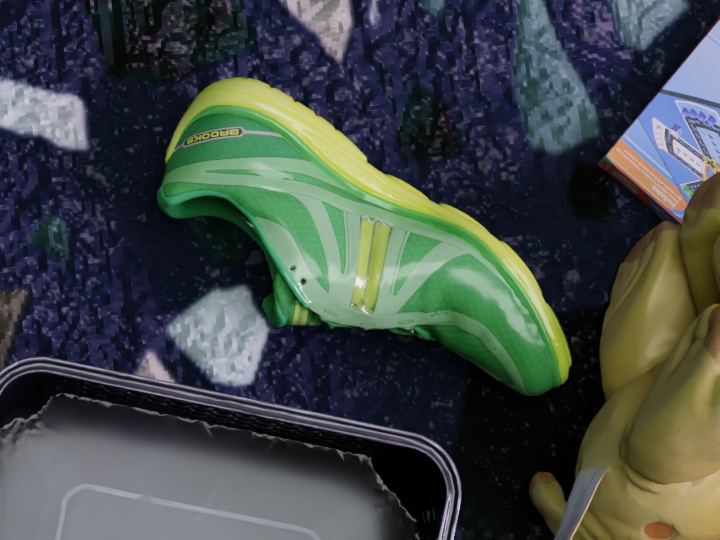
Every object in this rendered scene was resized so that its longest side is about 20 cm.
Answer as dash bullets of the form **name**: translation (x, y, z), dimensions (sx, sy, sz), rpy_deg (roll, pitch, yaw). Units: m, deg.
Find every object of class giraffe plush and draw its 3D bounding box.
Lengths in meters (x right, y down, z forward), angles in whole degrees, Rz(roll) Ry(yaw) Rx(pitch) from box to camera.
- **giraffe plush**: translation (0.183, 0.076, 1.260), dimensions (0.161, 0.172, 0.201), rpy_deg (27, 84, -12)

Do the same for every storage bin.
- **storage bin**: translation (-0.069, 0.123, 1.241), dimensions (0.199, 0.094, 0.136), rpy_deg (12, 80, -5)

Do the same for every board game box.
- **board game box**: translation (0.213, -0.021, 1.341), dimensions (0.200, 0.019, 0.103), rpy_deg (41, 76, 0)

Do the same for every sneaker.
- **sneaker**: translation (0.000, 0.000, 1.283), dimensions (0.199, 0.074, 0.084), rpy_deg (33, 75, 8)
